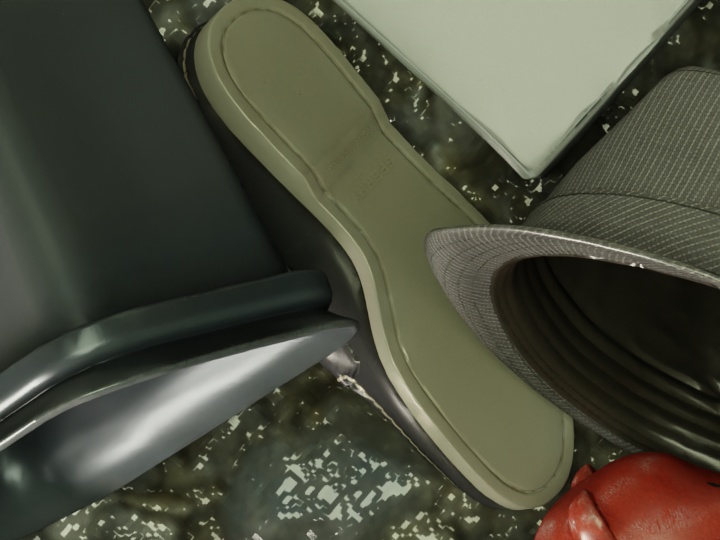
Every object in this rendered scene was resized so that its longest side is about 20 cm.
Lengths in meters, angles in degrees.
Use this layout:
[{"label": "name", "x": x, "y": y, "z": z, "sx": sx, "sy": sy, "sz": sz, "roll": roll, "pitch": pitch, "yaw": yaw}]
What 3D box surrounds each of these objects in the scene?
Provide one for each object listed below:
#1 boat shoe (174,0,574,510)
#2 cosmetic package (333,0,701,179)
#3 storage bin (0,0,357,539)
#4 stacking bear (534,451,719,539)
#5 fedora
[{"label": "boat shoe", "x": 0.000, "y": 0.000, "z": 1.023, "sx": 0.200, "sy": 0.073, "sz": 0.063, "roll": 55, "pitch": 140, "yaw": -3}, {"label": "cosmetic package", "x": 0.021, "y": -0.132, "z": 0.991, "sx": 0.200, "sy": 0.090, "sz": 0.107, "roll": 44, "pitch": 96, "yaw": 0}, {"label": "storage bin", "x": -0.111, "y": 0.001, "z": 0.967, "sx": 0.200, "sy": 0.145, "sz": 0.135, "roll": -32, "pitch": 77, "yaw": 44}, {"label": "stacking bear", "x": 0.130, "y": 0.148, "z": 0.969, "sx": 0.114, "sy": 0.121, "sz": 0.200, "roll": -33, "pitch": 90, "yaw": 13}, {"label": "fedora", "x": 0.120, "y": 0.000, "z": 0.947, "sx": 0.177, "sy": 0.200, "sz": 0.090, "roll": 9, "pitch": 66, "yaw": 37}]
